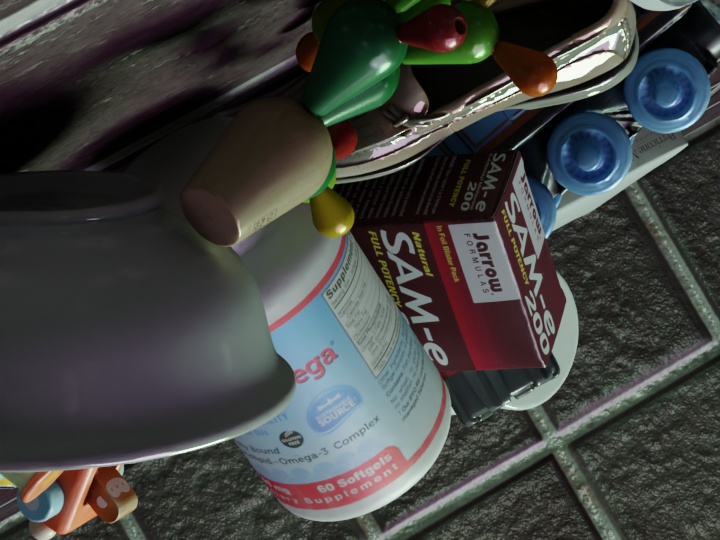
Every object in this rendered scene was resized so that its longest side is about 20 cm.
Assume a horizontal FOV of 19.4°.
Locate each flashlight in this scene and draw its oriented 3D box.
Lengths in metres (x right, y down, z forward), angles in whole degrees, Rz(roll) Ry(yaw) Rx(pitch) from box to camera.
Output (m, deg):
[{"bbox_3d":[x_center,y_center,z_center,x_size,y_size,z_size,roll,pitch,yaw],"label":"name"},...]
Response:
[{"bbox_3d":[0.039,-0.011,1.217,0.068,0.200,0.068,-31,175,21],"label":"flashlight"}]

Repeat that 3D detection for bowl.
[{"bbox_3d":[-0.128,0.010,0.871,0.201,0.090,0.201,-1,-168,0],"label":"bowl"}]

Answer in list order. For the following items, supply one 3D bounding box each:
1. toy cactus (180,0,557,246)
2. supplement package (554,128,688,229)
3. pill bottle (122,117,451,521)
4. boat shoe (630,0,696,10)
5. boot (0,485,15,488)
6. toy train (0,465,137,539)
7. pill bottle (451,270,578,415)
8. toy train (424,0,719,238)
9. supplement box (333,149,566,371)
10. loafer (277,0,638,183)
[{"bbox_3d":[-0.008,-0.063,0.888,0.165,0.102,0.200,-46,-175,-34],"label":"toy cactus"},{"bbox_3d":[0.099,-0.072,1.501,0.200,0.111,0.156,-28,175,-29],"label":"supplement package"},{"bbox_3d":[-0.041,0.024,1.057,0.109,0.200,0.109,-22,-145,16],"label":"pill bottle"},{"bbox_3d":[0.140,-0.162,1.026,0.067,0.074,0.200,12,-174,32],"label":"boat shoe"},{"bbox_3d":[-0.227,0.087,1.278,0.200,0.096,0.074,-29,176,-12],"label":"boot"},{"bbox_3d":[-0.150,0.098,1.018,0.200,0.056,0.150,-21,140,-63],"label":"toy train"},{"bbox_3d":[0.038,0.035,1.373,0.113,0.113,0.200,-27,-160,-36],"label":"pill bottle"},{"bbox_3d":[0.104,-0.096,1.150,0.200,0.114,0.087,-39,-172,18],"label":"toy train"},{"bbox_3d":[0.000,0.000,1.144,0.200,0.109,0.061,-4,-141,23],"label":"supplement box"},{"bbox_3d":[0.040,-0.101,1.047,0.200,0.072,0.063,-18,161,2],"label":"loafer"}]
